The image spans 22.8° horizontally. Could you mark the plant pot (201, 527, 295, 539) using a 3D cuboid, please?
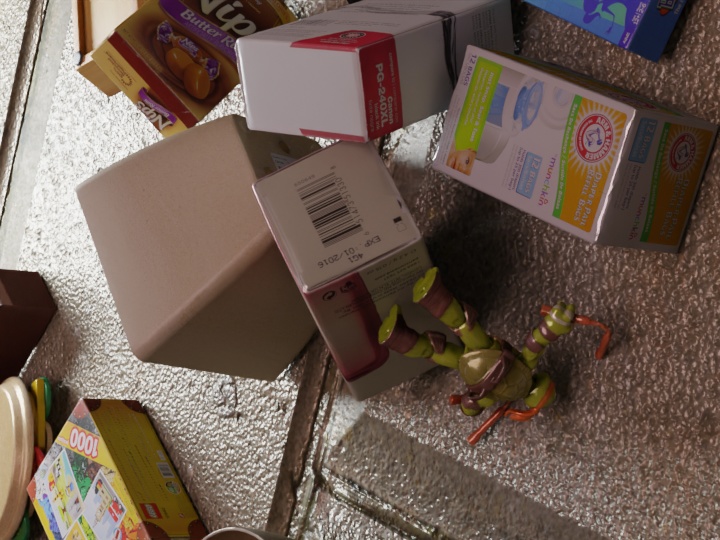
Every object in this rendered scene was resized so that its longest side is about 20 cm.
[{"bbox_3d":[-0.063,0.334,1.619,0.200,0.134,0.201,-9,78,49],"label":"plant pot"}]

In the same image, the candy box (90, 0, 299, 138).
[{"bbox_3d":[-0.156,-0.225,1.726,0.117,0.200,0.056,47,135,-9],"label":"candy box"}]

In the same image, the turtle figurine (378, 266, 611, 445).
[{"bbox_3d":[0.096,0.077,1.457,0.200,0.161,0.064,-45,19,46],"label":"turtle figurine"}]

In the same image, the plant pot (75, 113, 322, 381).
[{"bbox_3d":[-0.116,-0.033,1.690,0.177,0.200,0.200,-37,61,28],"label":"plant pot"}]

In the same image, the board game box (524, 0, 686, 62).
[{"bbox_3d":[0.194,-0.275,1.457,0.200,0.045,0.152,35,105,45],"label":"board game box"}]

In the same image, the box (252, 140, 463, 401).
[{"bbox_3d":[0.000,0.000,1.524,0.109,0.200,0.128,-26,56,-2],"label":"box"}]

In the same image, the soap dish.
[{"bbox_3d":[-0.252,-0.310,1.956,0.157,0.081,0.200,-20,70,46],"label":"soap dish"}]

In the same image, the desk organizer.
[{"bbox_3d":[-0.445,0.091,2.131,0.200,0.077,0.072,-56,48,28],"label":"desk organizer"}]

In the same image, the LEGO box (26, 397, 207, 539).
[{"bbox_3d":[-0.261,0.257,1.900,0.149,0.077,0.200,-56,48,28],"label":"LEGO box"}]

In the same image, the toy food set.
[{"bbox_3d":[-0.402,0.222,2.070,0.198,0.049,0.200,-38,51,55],"label":"toy food set"}]

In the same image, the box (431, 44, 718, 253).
[{"bbox_3d":[0.169,-0.098,1.431,0.200,0.101,0.113,30,108,46],"label":"box"}]

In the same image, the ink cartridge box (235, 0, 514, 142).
[{"bbox_3d":[0.017,-0.178,1.527,0.145,0.200,0.084,10,115,43],"label":"ink cartridge box"}]

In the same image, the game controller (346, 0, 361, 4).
[{"bbox_3d":[0.060,-0.259,1.633,0.200,0.042,0.104,-17,87,47],"label":"game controller"}]
